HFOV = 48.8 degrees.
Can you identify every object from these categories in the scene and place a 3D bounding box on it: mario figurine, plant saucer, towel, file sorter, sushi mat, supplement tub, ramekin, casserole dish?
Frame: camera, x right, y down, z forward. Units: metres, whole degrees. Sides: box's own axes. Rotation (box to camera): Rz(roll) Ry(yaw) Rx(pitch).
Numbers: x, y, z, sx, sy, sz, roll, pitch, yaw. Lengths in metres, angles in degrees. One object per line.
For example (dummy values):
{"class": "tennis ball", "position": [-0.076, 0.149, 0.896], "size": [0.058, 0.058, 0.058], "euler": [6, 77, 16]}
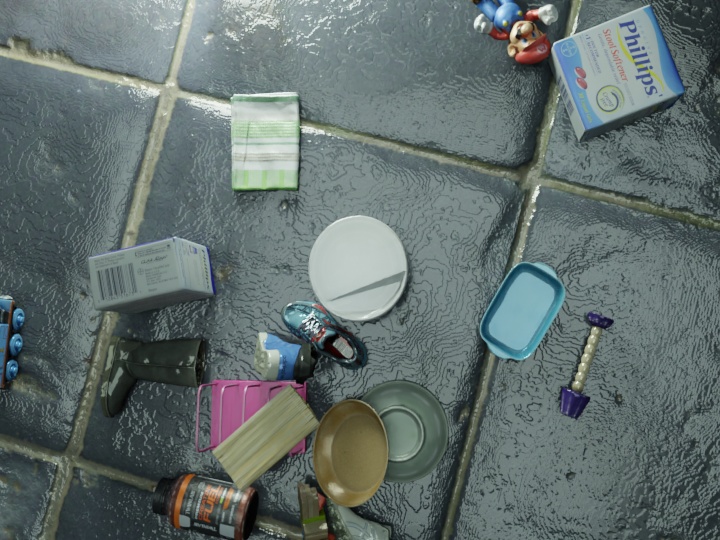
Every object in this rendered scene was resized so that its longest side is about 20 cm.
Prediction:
{"class": "mario figurine", "position": [0.303, -0.496, 1.555], "size": [0.124, 0.105, 0.201], "euler": [-46, 71, 37]}
{"class": "plant saucer", "position": [-0.012, 0.354, 1.540], "size": [0.198, 0.035, 0.204], "euler": [-12, 71, 40]}
{"class": "towel", "position": [-0.199, -0.268, 1.646], "size": [0.147, 0.031, 0.204], "euler": [-1, 86, 8]}
{"class": "file sorter", "position": [-0.214, 0.293, 1.562], "size": [0.197, 0.125, 0.141], "euler": [0, 86, 7]}
{"class": "plant saucer", "position": [0.075, 0.319, 1.561], "size": [0.197, 0.050, 0.204], "euler": [0, 87, 7]}
{"class": "sushi mat", "position": [-0.176, 0.313, 1.486], "size": [0.199, 0.012, 0.096], "euler": [-41, 85, 0]}
{"class": "supplement tub", "position": [-0.309, 0.466, 1.573], "size": [0.197, 0.107, 0.109], "euler": [9, 87, 8]}
{"class": "ramekin", "position": [0.000, 0.000, 1.570], "size": [0.199, 0.094, 0.206], "euler": [-1, 85, 7]}
{"class": "casserole dish", "position": [0.315, 0.079, 1.552], "size": [0.120, 0.039, 0.202], "euler": [31, 91, 8]}

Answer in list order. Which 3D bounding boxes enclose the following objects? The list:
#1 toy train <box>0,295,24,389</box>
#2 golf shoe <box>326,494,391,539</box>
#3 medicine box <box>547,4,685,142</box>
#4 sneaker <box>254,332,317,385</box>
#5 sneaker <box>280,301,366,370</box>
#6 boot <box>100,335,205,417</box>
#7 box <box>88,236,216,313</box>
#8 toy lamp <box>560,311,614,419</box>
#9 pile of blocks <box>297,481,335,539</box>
{"class": "toy train", "position": [-0.763, 0.152, 1.648], "size": [0.085, 0.114, 0.203], "euler": [6, 87, 7]}
{"class": "golf shoe", "position": [0.009, 0.516, 1.558], "size": [0.097, 0.078, 0.201], "euler": [-30, 82, -21]}
{"class": "medicine box", "position": [0.488, -0.376, 1.528], "size": [0.197, 0.103, 0.185], "euler": [-21, 84, 6]}
{"class": "sneaker", "position": [-0.143, 0.171, 1.546], "size": [0.110, 0.200, 0.078], "euler": [7, 93, -16]}
{"class": "sneaker", "position": [-0.073, 0.122, 1.570], "size": [0.198, 0.096, 0.080], "euler": [31, 87, 8]}
{"class": "boot", "position": [-0.424, 0.222, 1.630], "size": [0.197, 0.073, 0.185], "euler": [7, 89, 1]}
{"class": "box", "position": [-0.406, 0.013, 1.568], "size": [0.181, 0.200, 0.107], "euler": [-12, 83, 6]}
{"class": "toy lamp", "position": [0.431, 0.184, 1.520], "size": [0.057, 0.058, 0.203], "euler": [18, 90, 8]}
{"class": "pile of blocks", "position": [-0.083, 0.515, 1.564], "size": [0.061, 0.082, 0.203], "euler": [-7, 94, -12]}
